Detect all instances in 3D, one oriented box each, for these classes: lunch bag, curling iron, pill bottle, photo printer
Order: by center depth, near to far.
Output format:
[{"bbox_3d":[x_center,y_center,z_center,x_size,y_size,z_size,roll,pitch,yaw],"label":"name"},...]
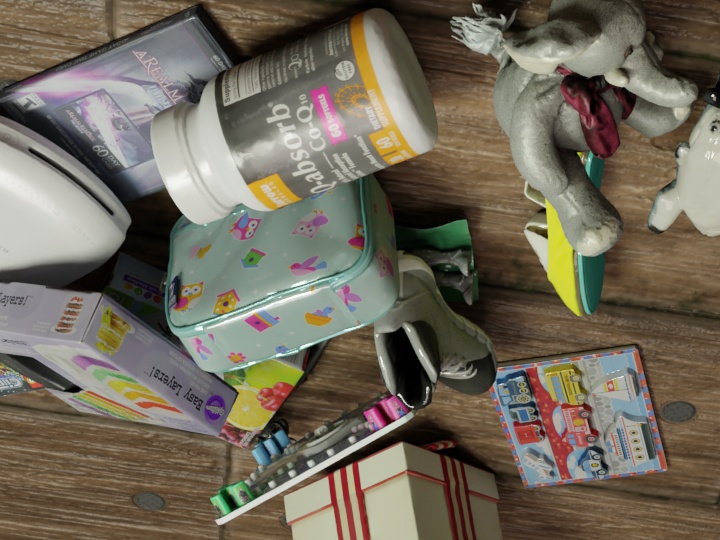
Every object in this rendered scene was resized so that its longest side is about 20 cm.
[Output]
[{"bbox_3d":[-0.050,-0.112,1.104,0.200,0.117,0.116,-21,131,15],"label":"pill bottle"},{"bbox_3d":[-0.070,-0.011,1.203,0.200,0.161,0.077,-19,137,16],"label":"lunch bag"},{"bbox_3d":[-0.305,-0.046,1.236,0.200,0.070,0.166,-24,130,38],"label":"photo printer"},{"bbox_3d":[-0.060,0.113,1.422,0.050,0.026,0.200,42,133,16],"label":"curling iron"}]

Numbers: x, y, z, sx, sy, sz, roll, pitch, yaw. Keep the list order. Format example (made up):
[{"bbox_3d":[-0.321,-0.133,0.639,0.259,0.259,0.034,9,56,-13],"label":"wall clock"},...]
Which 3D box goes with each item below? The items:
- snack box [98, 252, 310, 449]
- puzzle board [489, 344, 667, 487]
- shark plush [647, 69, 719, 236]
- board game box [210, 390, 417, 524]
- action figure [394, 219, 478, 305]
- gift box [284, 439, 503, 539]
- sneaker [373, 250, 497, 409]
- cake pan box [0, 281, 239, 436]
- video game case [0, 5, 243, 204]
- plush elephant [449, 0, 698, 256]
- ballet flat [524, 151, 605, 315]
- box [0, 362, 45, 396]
[{"bbox_3d":[-0.165,0.080,1.374,0.200,0.053,0.142,25,132,-12],"label":"snack box"},{"bbox_3d":[0.217,0.152,1.444,0.150,0.017,0.200,-9,136,15],"label":"puzzle board"},{"bbox_3d":[0.272,-0.101,1.129,0.091,0.083,0.200,7,135,28],"label":"shark plush"},{"bbox_3d":[-0.031,0.148,1.323,0.200,0.200,0.026,-30,93,11],"label":"board game box"},{"bbox_3d":[0.000,0.000,1.283,0.199,0.055,0.118,0,140,12],"label":"action figure"},{"bbox_3d":[0.043,0.287,1.491,0.184,0.187,0.200,-25,148,26],"label":"gift box"},{"bbox_3d":[0.058,0.082,1.243,0.075,0.116,0.200,-19,137,24],"label":"sneaker"},{"bbox_3d":[-0.234,0.073,1.245,0.200,0.052,0.184,5,152,39],"label":"cake pan box"},{"bbox_3d":[-0.177,-0.127,1.190,0.200,0.019,0.143,-17,132,24],"label":"video game case"},{"bbox_3d":[0.169,-0.143,1.029,0.200,0.165,0.155,44,156,-5],"label":"plush elephant"},{"bbox_3d":[0.170,-0.047,1.214,0.067,0.067,0.200,15,138,22],"label":"ballet flat"},{"bbox_3d":[-0.404,0.073,1.412,0.200,0.038,0.137,-11,134,17],"label":"box"}]
